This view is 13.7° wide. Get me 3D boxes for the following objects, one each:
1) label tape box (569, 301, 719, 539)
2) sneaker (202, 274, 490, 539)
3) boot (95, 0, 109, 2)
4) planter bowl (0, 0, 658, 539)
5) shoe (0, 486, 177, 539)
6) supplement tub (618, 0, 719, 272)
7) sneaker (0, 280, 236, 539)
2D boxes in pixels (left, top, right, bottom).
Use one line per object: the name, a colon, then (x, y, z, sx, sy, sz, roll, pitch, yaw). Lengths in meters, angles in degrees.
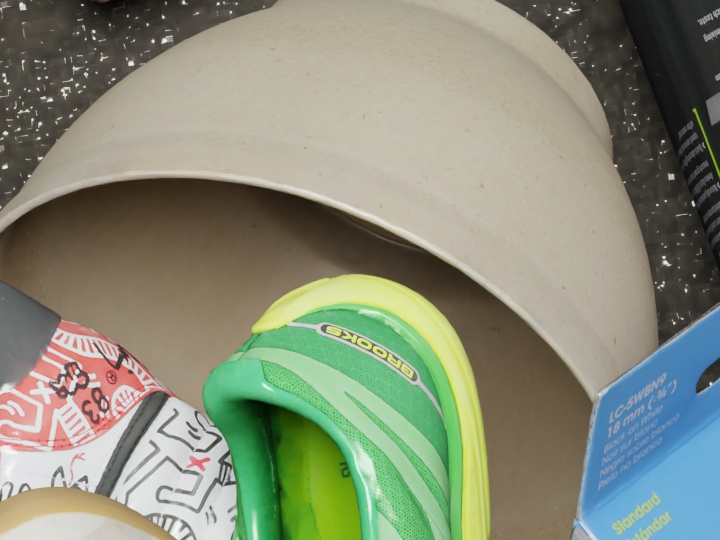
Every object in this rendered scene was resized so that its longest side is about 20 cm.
label tape box: (0.111, 0.092, 0.816, 0.063, 0.200, 0.144, 34, 46, 26)
sneaker: (0.003, 0.104, 0.755, 0.084, 0.074, 0.200, -21, 94, -48)
boot: (-0.071, -0.192, 0.967, 0.166, 0.072, 0.200, -34, 81, -22)
planter bowl: (0.000, 0.000, 0.870, 0.200, 0.200, 0.135, 24, 50, 1)
shoe: (-0.038, 0.133, 0.766, 0.070, 0.053, 0.200, -39, 125, -12)
supplement tub: (0.158, -0.041, 0.911, 0.122, 0.123, 0.200, -18, 81, -8)
sneaker: (-0.100, 0.111, 0.786, 0.108, 0.067, 0.202, 31, 72, -10)
